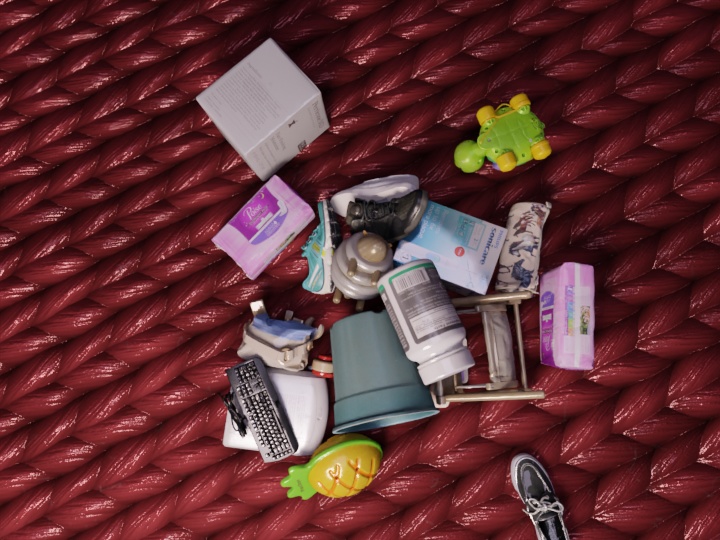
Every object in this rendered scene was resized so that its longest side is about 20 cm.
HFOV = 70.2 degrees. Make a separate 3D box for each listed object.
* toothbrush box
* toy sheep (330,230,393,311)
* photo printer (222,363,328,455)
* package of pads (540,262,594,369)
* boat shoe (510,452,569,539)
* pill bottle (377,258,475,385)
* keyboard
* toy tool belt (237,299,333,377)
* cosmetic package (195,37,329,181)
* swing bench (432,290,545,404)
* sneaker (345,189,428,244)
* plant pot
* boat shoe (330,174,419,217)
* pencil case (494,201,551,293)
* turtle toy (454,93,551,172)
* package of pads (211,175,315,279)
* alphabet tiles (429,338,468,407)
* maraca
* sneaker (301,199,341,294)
[{"bbox_3d":[0.181,-0.044,1.061,0.200,0.085,0.147,22,81,4],"label":"toothbrush box"},{"bbox_3d":[0.000,0.000,1.014,0.138,0.200,0.138,14,51,-18],"label":"toy sheep"},{"bbox_3d":[-0.164,0.280,1.030,0.199,0.069,0.167,6,83,3],"label":"photo printer"},{"bbox_3d":[0.402,0.091,1.005,0.075,0.121,0.201,3,81,3],"label":"package of pads"},{"bbox_3d":[0.349,0.455,0.983,0.073,0.068,0.200,-14,81,0],"label":"boat shoe"},{"bbox_3d":[0.116,0.090,0.902,0.113,0.113,0.200,-22,74,-1],"label":"pill bottle"},{"bbox_3d":[-0.201,0.274,0.971,0.104,0.040,0.200,-24,89,3],"label":"keyboard"},{"bbox_3d":[-0.138,0.134,1.026,0.199,0.125,0.123,11,88,7],"label":"toy tool belt"},{"bbox_3d":[-0.197,-0.332,1.080,0.200,0.165,0.165,-40,82,-3],"label":"cosmetic package"},{"bbox_3d":[0.233,0.150,0.997,0.199,0.130,0.200,-5,79,6],"label":"swing bench"},{"bbox_3d":[0.043,-0.110,1.010,0.114,0.199,0.076,24,60,-24],"label":"sneaker"},{"bbox_3d":[0.030,0.188,0.968,0.200,0.200,0.197,-11,70,0],"label":"plant pot"},{"bbox_3d":[0.030,-0.163,1.079,0.200,0.072,0.069,-12,36,33],"label":"boat shoe"},{"bbox_3d":[0.338,-0.047,1.056,0.089,0.078,0.201,8,80,31],"label":"pencil case"},{"bbox_3d":[0.294,-0.271,1.083,0.199,0.101,0.146,-20,80,0],"label":"turtle toy"},{"bbox_3d":[-0.205,-0.092,1.088,0.120,0.076,0.200,42,85,6],"label":"package of pads"},{"bbox_3d":[0.122,0.184,1.063,0.199,0.015,0.196,0,81,2],"label":"alphabet tiles"},{"bbox_3d":[-0.052,0.382,0.983,0.200,0.137,0.107,-20,37,-8],"label":"maraca"},{"bbox_3d":[-0.087,-0.051,1.077,0.079,0.077,0.201,2,86,14],"label":"sneaker"}]
